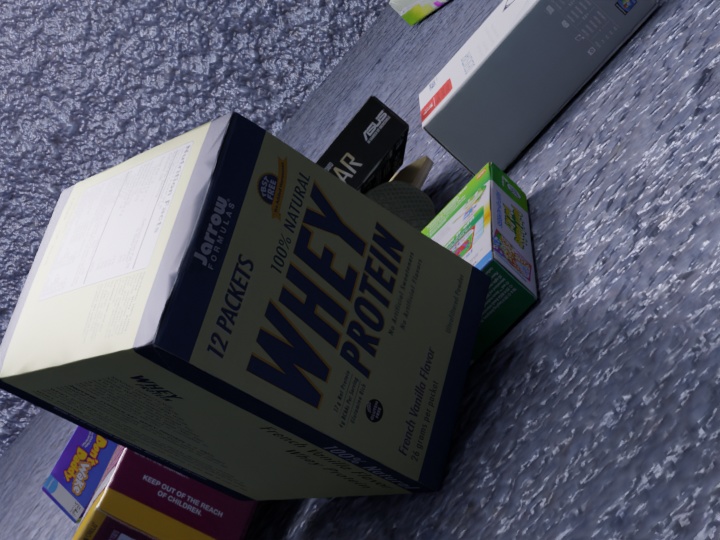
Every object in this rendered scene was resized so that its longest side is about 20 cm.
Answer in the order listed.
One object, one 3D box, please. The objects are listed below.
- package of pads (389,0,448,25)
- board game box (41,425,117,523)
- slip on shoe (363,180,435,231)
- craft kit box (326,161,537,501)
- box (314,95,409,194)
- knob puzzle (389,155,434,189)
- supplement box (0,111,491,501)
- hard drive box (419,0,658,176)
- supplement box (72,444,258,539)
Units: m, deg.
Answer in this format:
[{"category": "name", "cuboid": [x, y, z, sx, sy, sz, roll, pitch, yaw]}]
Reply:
[{"category": "package of pads", "cuboid": [0.137, -0.500, 2.200, 0.155, 0.068, 0.200, -53, 12, -12]}, {"category": "board game box", "cuboid": [-0.172, 0.130, 1.159, 0.135, 0.045, 0.199, -57, -18, 22]}, {"category": "slip on shoe", "cuboid": [0.000, 0.000, 1.120, 0.201, 0.074, 0.061, -58, -1, -33]}, {"category": "craft kit box", "cuboid": [0.037, 0.035, 0.921, 0.200, 0.048, 0.198, -46, 14, 20]}, {"category": "box", "cuboid": [-0.023, -0.065, 1.201, 0.161, 0.043, 0.200, -51, -3, -3]}, {"category": "knob puzzle", "cuboid": [0.007, -0.025, 1.262, 0.220, 0.030, 0.220, -48, 11, 12]}, {"category": "supplement box", "cuboid": [-0.071, 0.035, 0.776, 0.199, 0.199, 0.136, -14, 53, 50]}, {"category": "hard drive box", "cuboid": [0.143, -0.184, 1.127, 0.200, 0.077, 0.156, -48, 11, 13]}, {"category": "supplement box", "cuboid": [-0.120, 0.128, 0.968, 0.131, 0.102, 0.201, -52, 13, 56]}]
